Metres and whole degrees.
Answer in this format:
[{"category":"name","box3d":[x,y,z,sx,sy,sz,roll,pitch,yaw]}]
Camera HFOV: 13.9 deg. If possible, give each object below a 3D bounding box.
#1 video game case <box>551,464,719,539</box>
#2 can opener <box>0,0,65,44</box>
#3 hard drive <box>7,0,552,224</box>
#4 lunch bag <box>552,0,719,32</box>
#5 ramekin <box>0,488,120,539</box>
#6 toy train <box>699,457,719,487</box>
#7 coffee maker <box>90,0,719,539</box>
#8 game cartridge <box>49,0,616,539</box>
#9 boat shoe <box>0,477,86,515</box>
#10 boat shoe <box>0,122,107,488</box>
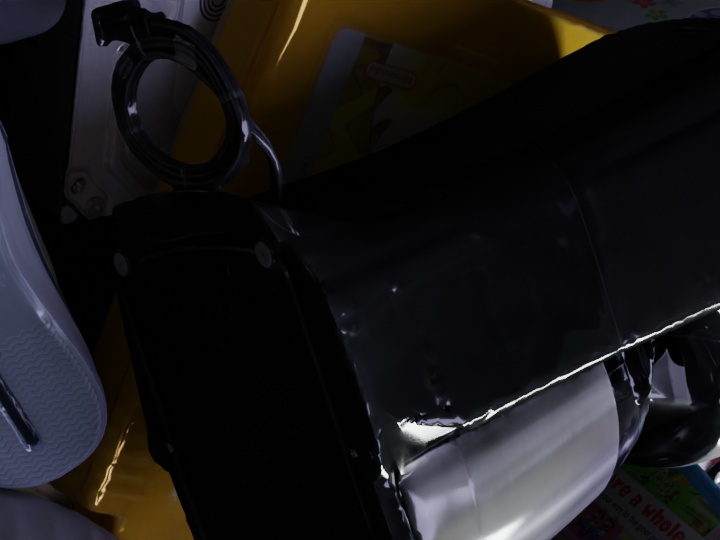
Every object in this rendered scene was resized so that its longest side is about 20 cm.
[{"category":"video game case","box3d":[0.035,0.132,0.918,0.200,0.143,0.018,-37,120,-1]},{"category":"can opener","box3d":[-0.122,-0.138,0.760,0.067,0.053,0.200,-17,140,-12]},{"category":"hard drive","box3d":[-0.016,-0.098,0.926,0.200,0.038,0.140,-13,123,-39]},{"category":"lunch bag","box3d":[0.096,-0.013,1.151,0.170,0.127,0.200,-60,159,-56]},{"category":"ramekin","box3d":[-0.127,0.159,0.866,0.098,0.200,0.201,-113,-142,-64]},{"category":"toy train","box3d":[0.107,0.075,1.001,0.200,0.034,0.046,-41,139,-20]},{"category":"coffee maker","box3d":[0.042,-0.006,0.859,0.200,0.135,0.192,-26,127,-35]},{"category":"game cartridge","box3d":[0.000,0.000,0.941,0.176,0.032,0.200,14,99,-49]},{"category":"boat shoe","box3d":[-0.118,0.100,0.967,0.072,0.072,0.200,-57,161,-13]},{"category":"boat shoe","box3d":[-0.130,-0.022,0.828,0.072,0.062,0.200,-24,129,-6]}]
